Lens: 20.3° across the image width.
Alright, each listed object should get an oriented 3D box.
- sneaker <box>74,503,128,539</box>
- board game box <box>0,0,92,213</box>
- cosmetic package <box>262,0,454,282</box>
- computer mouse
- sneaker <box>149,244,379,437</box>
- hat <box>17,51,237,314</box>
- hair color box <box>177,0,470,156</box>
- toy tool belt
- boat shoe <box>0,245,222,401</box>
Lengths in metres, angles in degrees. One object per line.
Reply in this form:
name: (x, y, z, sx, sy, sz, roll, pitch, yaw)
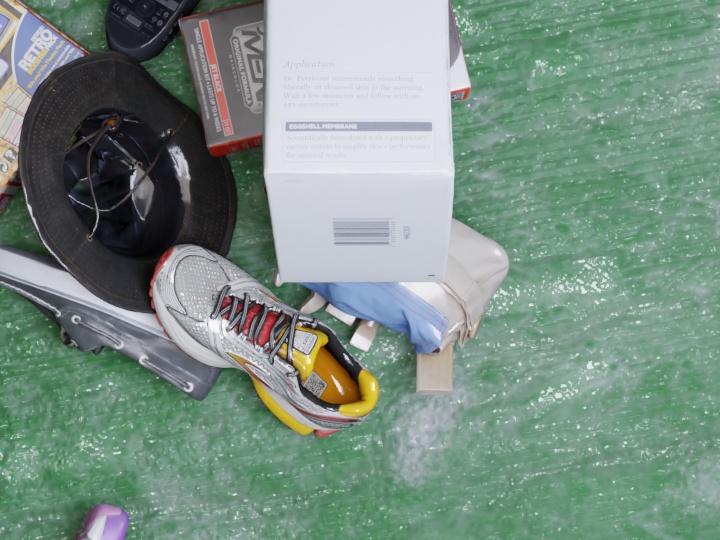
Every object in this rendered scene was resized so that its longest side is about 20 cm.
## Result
sneaker: (-0.185, 0.275, 1.503, 0.088, 0.080, 0.201, 8, 96, -5)
board game box: (-0.315, -0.155, 1.509, 0.200, 0.046, 0.152, 38, 92, 1)
cosmetic package: (-0.001, -0.118, 1.333, 0.122, 0.200, 0.201, 1, 70, 1)
computer mouse: (-0.124, -0.240, 1.514, 0.059, 0.034, 0.200, 36, 87, 18)
sneaker: (-0.065, 0.044, 1.457, 0.200, 0.082, 0.078, 37, 64, -22)
hat: (-0.190, -0.055, 1.482, 0.081, 0.200, 0.202, -17, 91, 43)
hair color box: (-0.026, -0.157, 1.488, 0.199, 0.061, 0.102, -14, 86, -1)
toy tool belt: (0.000, 0.000, 1.467, 0.199, 0.125, 0.123, 27, 83, 2)
boat shoe: (-0.193, 0.038, 1.500, 0.199, 0.069, 0.057, 22, 92, -1)
